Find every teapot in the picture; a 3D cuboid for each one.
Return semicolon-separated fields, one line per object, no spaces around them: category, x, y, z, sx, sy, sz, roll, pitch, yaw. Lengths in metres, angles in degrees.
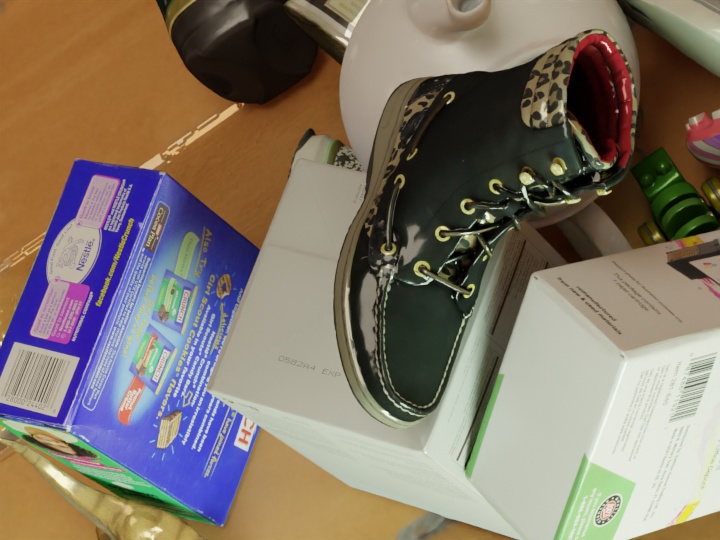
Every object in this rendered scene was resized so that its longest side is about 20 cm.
teapot;0.093;-0.092;1.562;0.146;0.199;0.198;50;130;51

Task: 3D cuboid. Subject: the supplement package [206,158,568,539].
supplement package;0.039;0.051;1.557;0.151;0.200;0.151;15;77;30

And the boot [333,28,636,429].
boot;0.065;-0.026;1.383;0.153;0.073;0.204;-17;55;47

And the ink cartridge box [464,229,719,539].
ink cartridge box;0.173;0.063;1.464;0.084;0.199;0.145;44;132;36

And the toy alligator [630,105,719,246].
toy alligator;0.193;-0.040;1.607;0.059;0.054;0.200;-35;58;8

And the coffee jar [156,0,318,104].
coffee jar;-0.103;-0.211;1.800;0.085;0.104;0.201;-33;57;13

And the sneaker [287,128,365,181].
sneaker;0.000;0.000;1.682;0.088;0.077;0.201;-5;69;14

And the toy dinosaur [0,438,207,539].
toy dinosaur;-0.144;0.162;1.654;0.199;0.106;0.061;28;46;-5

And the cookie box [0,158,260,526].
cookie box;-0.130;0.049;1.644;0.075;0.200;0.172;12;73;31

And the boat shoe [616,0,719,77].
boat shoe;0.199;-0.172;1.563;0.072;0.070;0.201;-47;34;2

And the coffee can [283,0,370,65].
coffee can;0.068;-0.200;1.684;0.146;0.146;0.200;38;88;33

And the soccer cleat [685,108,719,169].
soccer cleat;0.247;-0.071;1.542;0.066;0.200;0.077;-27;93;-14
